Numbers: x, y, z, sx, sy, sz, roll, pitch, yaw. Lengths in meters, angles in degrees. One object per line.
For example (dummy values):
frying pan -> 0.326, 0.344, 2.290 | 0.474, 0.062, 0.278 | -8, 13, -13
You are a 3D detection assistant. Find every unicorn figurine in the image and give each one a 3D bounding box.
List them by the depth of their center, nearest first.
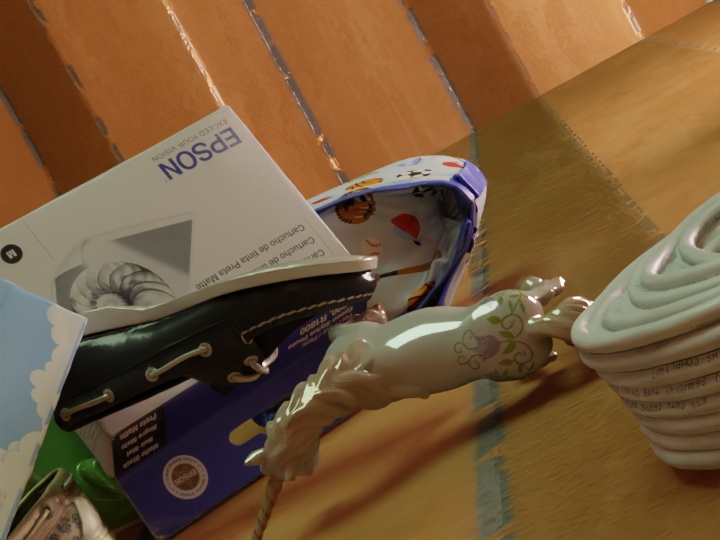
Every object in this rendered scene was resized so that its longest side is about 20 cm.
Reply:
unicorn figurine -> 0.026, 0.047, 0.871 | 0.200, 0.074, 0.137 | -30, 1, 15

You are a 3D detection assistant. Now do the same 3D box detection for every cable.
cable -> 0.173, -0.004, 0.624 | 0.199, 0.069, 0.200 | -27, 6, 26

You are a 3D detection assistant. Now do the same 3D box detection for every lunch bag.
lunch bag -> 0.000, 0.000, 1.202 | 0.200, 0.124, 0.170 | -36, 3, 9

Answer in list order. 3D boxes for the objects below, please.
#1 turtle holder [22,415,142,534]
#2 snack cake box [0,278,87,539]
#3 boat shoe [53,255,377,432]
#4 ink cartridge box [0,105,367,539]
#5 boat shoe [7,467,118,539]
turtle holder -> -0.190, 0.088, 1.097 | 0.132, 0.185, 0.141 | 121, 165, -53
snack cake box -> -0.204, 0.112, 0.871 | 0.115, 0.067, 0.201 | -52, 18, 44
boat shoe -> -0.080, 0.037, 0.945 | 0.199, 0.061, 0.074 | -15, -5, 15
ink cartridge box -> -0.097, 0.024, 1.056 | 0.199, 0.200, 0.041 | -33, -14, -29
boat shoe -> -0.214, 0.179, 0.954 | 0.073, 0.063, 0.200 | -23, 9, 44
